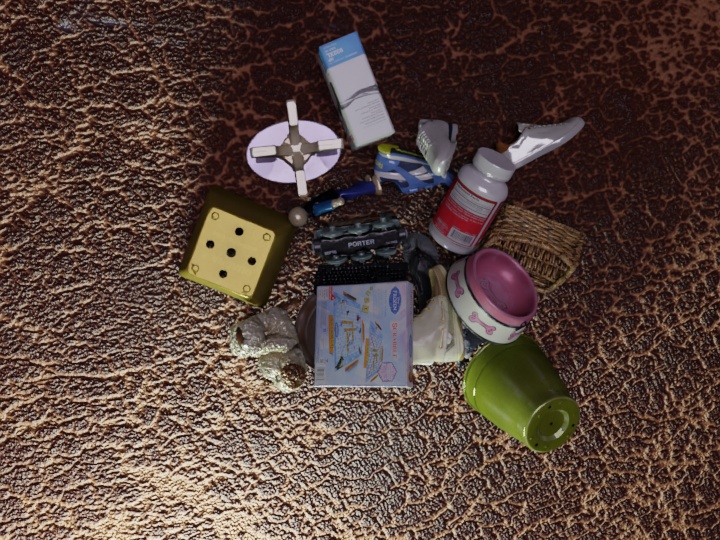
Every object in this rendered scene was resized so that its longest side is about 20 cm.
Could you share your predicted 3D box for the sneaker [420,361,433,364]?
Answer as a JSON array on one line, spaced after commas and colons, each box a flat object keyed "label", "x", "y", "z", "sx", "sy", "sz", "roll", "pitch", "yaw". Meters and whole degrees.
[{"label": "sneaker", "x": 0.064, "y": 0.156, "z": 1.414, "sx": 0.197, "sy": 0.081, "sz": 0.077, "roll": 8, "pitch": 109, "yaw": -5}]

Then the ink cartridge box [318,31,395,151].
[{"label": "ink cartridge box", "x": -0.011, "y": -0.351, "z": 1.338, "sx": 0.083, "sy": 0.145, "sz": 0.202, "roll": -22, "pitch": 97, "yaw": -3}]

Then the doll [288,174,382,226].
[{"label": "doll", "x": -0.056, "y": -0.142, "z": 1.363, "sx": 0.198, "sy": 0.136, "sz": 0.049, "roll": -23, "pitch": 108, "yaw": -15}]

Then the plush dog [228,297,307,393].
[{"label": "plush dog", "x": -0.166, "y": 0.164, "z": 1.353, "sx": 0.159, "sy": 0.200, "sz": 0.174, "roll": -24, "pitch": 90, "yaw": -20}]

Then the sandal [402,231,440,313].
[{"label": "sandal", "x": 0.144, "y": 0.014, "z": 1.436, "sx": 0.074, "sy": 0.048, "sz": 0.203, "roll": -16, "pitch": 97, "yaw": -4}]

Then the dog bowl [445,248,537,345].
[{"label": "dog bowl", "x": 0.271, "y": 0.043, "z": 1.341, "sx": 0.199, "sy": 0.201, "sz": 0.074, "roll": 37, "pitch": 133, "yaw": -8}]

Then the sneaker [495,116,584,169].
[{"label": "sneaker", "x": 0.379, "y": -0.291, "z": 1.420, "sx": 0.198, "sy": 0.073, "sz": 0.085, "roll": -29, "pitch": 100, "yaw": -1}]

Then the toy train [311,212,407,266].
[{"label": "toy train", "x": -0.004, "y": -0.069, "z": 1.381, "sx": 0.197, "sy": 0.114, "sz": 0.086, "roll": -10, "pitch": 109, "yaw": -3}]

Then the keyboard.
[{"label": "keyboard", "x": 0.000, "y": 0.000, "z": 1.393, "sx": 0.197, "sy": 0.040, "sz": 0.105, "roll": -2, "pitch": 54, "yaw": 8}]

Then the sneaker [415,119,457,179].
[{"label": "sneaker", "x": 0.149, "y": -0.249, "z": 1.348, "sx": 0.080, "sy": 0.201, "sz": 0.077, "roll": 20, "pitch": 121, "yaw": -6}]

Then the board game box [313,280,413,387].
[{"label": "board game box", "x": 0.006, "y": 0.128, "z": 1.312, "sx": 0.197, "sy": 0.041, "sz": 0.203, "roll": -3, "pitch": 78, "yaw": 23}]

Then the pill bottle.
[{"label": "pill bottle", "x": 0.229, "y": -0.142, "z": 1.362, "sx": 0.111, "sy": 0.113, "sz": 0.201, "roll": 23, "pitch": 120, "yaw": -7}]

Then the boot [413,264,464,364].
[{"label": "boot", "x": 0.120, "y": 0.093, "z": 1.357, "sx": 0.152, "sy": 0.072, "sz": 0.203, "roll": -8, "pitch": 76, "yaw": -6}]

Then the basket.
[{"label": "basket", "x": 0.354, "y": -0.040, "z": 1.406, "sx": 0.198, "sy": 0.143, "sz": 0.151, "roll": 21, "pitch": 92, "yaw": -7}]

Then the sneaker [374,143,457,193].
[{"label": "sneaker", "x": 0.117, "y": -0.202, "z": 1.404, "sx": 0.197, "sy": 0.074, "sz": 0.083, "roll": 14, "pitch": 113, "yaw": -14}]

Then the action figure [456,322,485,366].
[{"label": "action figure", "x": 0.244, "y": 0.105, "z": 1.427, "sx": 0.192, "sy": 0.104, "sz": 0.202, "roll": -24, "pitch": 105, "yaw": -17}]

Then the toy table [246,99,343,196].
[{"label": "toy table", "x": -0.133, "y": -0.242, "z": 1.351, "sx": 0.198, "sy": 0.117, "sz": 0.186, "roll": -19, "pitch": 97, "yaw": -5}]

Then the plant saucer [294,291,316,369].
[{"label": "plant saucer", "x": -0.043, "y": 0.120, "z": 1.393, "sx": 0.198, "sy": 0.032, "sz": 0.203, "roll": -8, "pitch": 67, "yaw": 19}]

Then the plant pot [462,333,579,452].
[{"label": "plant pot", "x": 0.344, "y": 0.263, "z": 1.376, "sx": 0.198, "sy": 0.193, "sz": 0.203, "roll": -8, "pitch": 115, "yaw": -18}]

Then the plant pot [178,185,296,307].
[{"label": "plant pot", "x": -0.248, "y": -0.042, "z": 1.327, "sx": 0.198, "sy": 0.176, "sz": 0.202, "roll": 22, "pitch": 92, "yaw": -8}]
